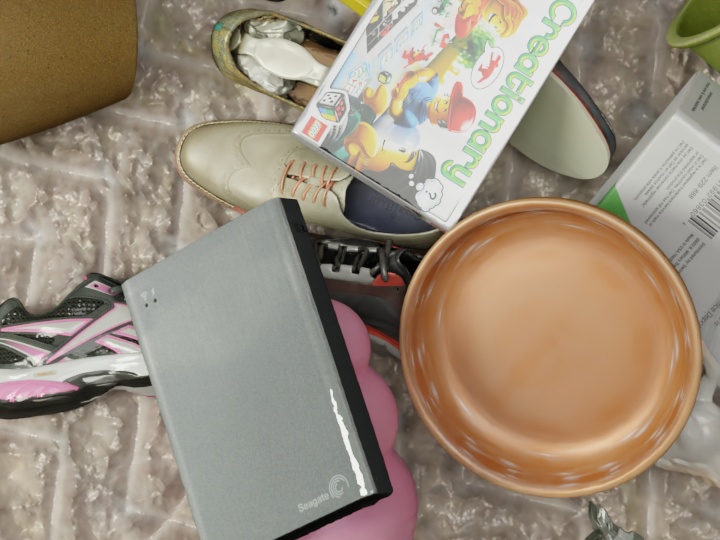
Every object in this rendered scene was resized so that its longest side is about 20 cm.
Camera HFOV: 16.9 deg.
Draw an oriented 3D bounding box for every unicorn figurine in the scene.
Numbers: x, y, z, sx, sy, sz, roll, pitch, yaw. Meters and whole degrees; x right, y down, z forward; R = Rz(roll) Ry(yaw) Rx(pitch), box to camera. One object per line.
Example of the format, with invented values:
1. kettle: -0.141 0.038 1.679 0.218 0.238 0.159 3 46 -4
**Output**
1. unicorn figurine: 0.202 0.107 1.630 0.074 0.199 0.138 -50 131 -39

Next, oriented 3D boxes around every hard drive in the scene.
1. hard drive: -0.067 0.073 1.542 0.139 0.033 0.201 -28 73 31

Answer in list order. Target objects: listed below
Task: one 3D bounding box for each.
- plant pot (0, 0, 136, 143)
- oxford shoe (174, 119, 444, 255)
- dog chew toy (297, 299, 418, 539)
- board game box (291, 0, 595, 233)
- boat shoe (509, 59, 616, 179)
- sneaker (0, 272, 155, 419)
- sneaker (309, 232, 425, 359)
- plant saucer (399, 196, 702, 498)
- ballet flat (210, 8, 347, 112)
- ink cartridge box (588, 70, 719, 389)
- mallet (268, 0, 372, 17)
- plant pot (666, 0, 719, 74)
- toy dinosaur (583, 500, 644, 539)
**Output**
1. plant pot: -0.253 -0.155 1.601 0.199 0.186 0.187 -2 87 -16
2. oxford shoe: -0.029 -0.063 1.651 0.199 0.074 0.071 13 86 -2
3. dog chew toy: -0.028 0.111 1.601 0.124 0.125 0.201 -6 104 -3
4. board game box: 0.059 -0.141 1.606 0.126 0.035 0.200 31 88 1
5. boat shoe: 0.103 -0.146 1.668 0.200 0.071 0.063 42 44 1
6. sneaker: -0.159 0.040 1.641 0.199 0.080 0.087 -8 76 -9
7. sneaker: 0.000 0.000 1.634 0.199 0.082 0.077 18 51 -9
8. plant saucer: 0.124 0.048 1.573 0.199 0.037 0.201 5 106 16
9. ballet flat: -0.010 -0.126 1.660 0.199 0.071 0.071 22 86 -1
10. ink cartridge box: 0.255 -0.010 1.626 0.200 0.084 0.146 38 122 -1
11. mallet: 0.013 -0.181 1.641 0.200 0.066 0.041 29 42 12
12. plant pot: 0.341 -0.146 1.631 0.200 0.200 0.190 -41 102 -4
13. toy dinosaur: 0.152 0.241 1.623 0.200 0.102 0.136 37 82 11
